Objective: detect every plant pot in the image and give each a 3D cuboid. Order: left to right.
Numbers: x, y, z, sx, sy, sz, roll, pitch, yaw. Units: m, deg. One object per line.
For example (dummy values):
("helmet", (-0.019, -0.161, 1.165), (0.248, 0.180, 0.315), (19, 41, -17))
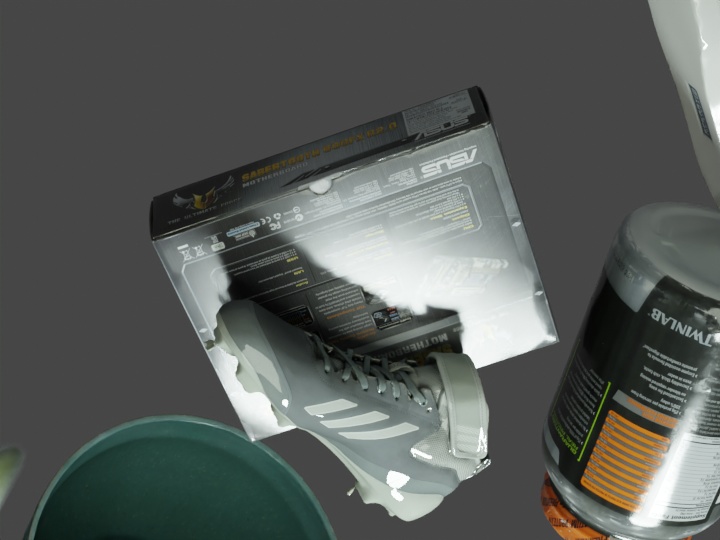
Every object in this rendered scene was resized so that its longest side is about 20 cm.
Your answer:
("plant pot", (-0.127, 0.206, 0.895), (0.200, 0.201, 0.134), (23, 144, -20))

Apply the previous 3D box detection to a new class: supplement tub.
("supplement tub", (0.181, 0.071, 0.867), (0.122, 0.123, 0.201), (9, 122, -12))

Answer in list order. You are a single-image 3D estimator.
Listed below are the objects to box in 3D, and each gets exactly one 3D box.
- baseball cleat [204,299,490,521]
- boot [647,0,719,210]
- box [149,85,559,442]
("baseball cleat", (0.004, 0.062, 0.826), (0.106, 0.070, 0.200), (-35, 131, 9))
("boot", (0.217, -0.121, 0.789), (0.090, 0.073, 0.200), (-26, 129, 0))
("box", (0.000, 0.000, 0.845), (0.199, 0.048, 0.159), (-19, 124, 6))
